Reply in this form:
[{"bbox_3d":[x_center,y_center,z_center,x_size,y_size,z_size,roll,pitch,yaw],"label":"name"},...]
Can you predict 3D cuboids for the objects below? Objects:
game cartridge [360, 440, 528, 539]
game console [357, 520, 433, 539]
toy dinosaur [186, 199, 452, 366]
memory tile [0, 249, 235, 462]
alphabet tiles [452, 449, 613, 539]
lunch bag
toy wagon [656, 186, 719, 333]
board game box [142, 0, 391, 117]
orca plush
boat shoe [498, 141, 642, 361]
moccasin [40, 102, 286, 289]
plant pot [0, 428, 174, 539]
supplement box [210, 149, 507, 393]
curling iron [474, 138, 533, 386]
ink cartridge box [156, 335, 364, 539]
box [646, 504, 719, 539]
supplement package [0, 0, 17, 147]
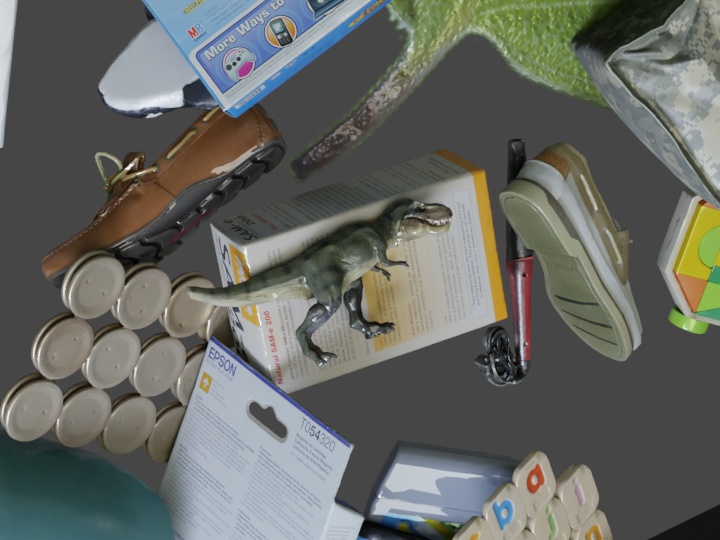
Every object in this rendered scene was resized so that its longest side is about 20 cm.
[{"bbox_3d":[0.059,0.240,1.821,0.133,0.040,0.200,9,103,-1],"label":"game cartridge"},{"bbox_3d":[-0.029,0.290,1.762,0.200,0.171,0.118,15,133,6],"label":"game console"},{"bbox_3d":[-0.021,0.016,1.624,0.200,0.047,0.088,-22,99,-16],"label":"toy dinosaur"},{"bbox_3d":[-0.168,0.065,1.671,0.200,0.017,0.153,17,103,-51],"label":"memory tile"},{"bbox_3d":[0.131,0.248,1.797,0.200,0.015,0.196,-44,129,-30],"label":"alphabet tiles"},{"bbox_3d":[0.263,-0.116,1.661,0.118,0.164,0.200,-39,100,4],"label":"lunch bag"},{"bbox_3d":[0.339,-0.011,1.805,0.200,0.040,0.155,14,106,-17],"label":"toy wagon"},{"bbox_3d":[-0.070,-0.244,1.573,0.200,0.056,0.196,-36,86,2],"label":"board game box"},{"bbox_3d":[-0.096,-0.174,1.648,0.105,0.071,0.200,42,91,22],"label":"orca plush"},{"bbox_3d":[0.178,-0.012,1.747,0.068,0.075,0.200,-50,133,-22],"label":"boat shoe"},{"bbox_3d":[-0.152,-0.059,1.658,0.201,0.074,0.078,-40,73,0],"label":"moccasin"},{"bbox_3d":[-0.233,0.219,1.681,0.161,0.201,0.201,9,108,-27],"label":"plant pot"},{"bbox_3d":[0.000,0.000,1.696,0.200,0.074,0.126,-18,113,-19],"label":"supplement box"},{"bbox_3d":[0.119,-0.003,1.759,0.050,0.026,0.200,-12,112,-47],"label":"curling iron"},{"bbox_3d":[-0.077,0.178,1.667,0.043,0.196,0.200,10,106,-40],"label":"ink cartridge box"},{"bbox_3d":[0.281,0.285,1.855,0.200,0.079,0.141,-23,117,-21],"label":"box"},{"bbox_3d":[-0.296,-0.199,1.547,0.121,0.120,0.200,4,108,-13],"label":"supplement package"}]
